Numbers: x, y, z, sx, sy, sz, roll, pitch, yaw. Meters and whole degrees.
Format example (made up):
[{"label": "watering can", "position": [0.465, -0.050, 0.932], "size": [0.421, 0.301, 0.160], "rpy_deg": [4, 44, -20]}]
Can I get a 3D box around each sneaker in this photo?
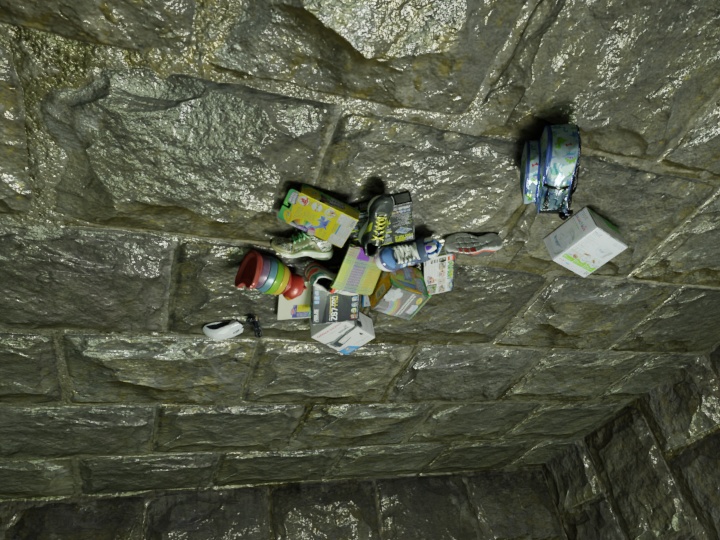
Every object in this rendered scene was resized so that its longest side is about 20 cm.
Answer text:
[{"label": "sneaker", "position": [-0.073, 0.046, 1.631], "size": [0.196, 0.094, 0.071], "rpy_deg": [21, 113, -27]}, {"label": "sneaker", "position": [0.050, -0.117, 1.479], "size": [0.073, 0.086, 0.202], "rpy_deg": [1, 140, -17]}, {"label": "sneaker", "position": [0.349, -0.065, 1.714], "size": [0.195, 0.079, 0.082], "rpy_deg": [0, 148, -14]}, {"label": "sneaker", "position": [-0.161, -0.089, 1.551], "size": [0.195, 0.078, 0.090], "rpy_deg": [2, 128, -26]}, {"label": "sneaker", "position": [0.152, -0.058, 1.610], "size": [0.197, 0.083, 0.145], "rpy_deg": [-6, 167, -44]}]

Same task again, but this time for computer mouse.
[{"label": "computer mouse", "position": [-0.435, 0.205, 1.850], "size": [0.195, 0.045, 0.111], "rpy_deg": [-9, 143, -5]}]

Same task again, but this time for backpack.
[{"label": "backpack", "position": [0.489, -0.268, 1.411], "size": [0.143, 0.185, 0.203], "rpy_deg": [6, 134, 9]}]

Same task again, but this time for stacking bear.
[{"label": "stacking bear", "position": [-0.252, 0.027, 1.620], "size": [0.198, 0.116, 0.120], "rpy_deg": [24, 167, -37]}]

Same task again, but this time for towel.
[{"label": "towel", "position": [0.000, 0.000, 1.612], "size": [0.198, 0.023, 0.146], "rpy_deg": [9, 108, -52]}]

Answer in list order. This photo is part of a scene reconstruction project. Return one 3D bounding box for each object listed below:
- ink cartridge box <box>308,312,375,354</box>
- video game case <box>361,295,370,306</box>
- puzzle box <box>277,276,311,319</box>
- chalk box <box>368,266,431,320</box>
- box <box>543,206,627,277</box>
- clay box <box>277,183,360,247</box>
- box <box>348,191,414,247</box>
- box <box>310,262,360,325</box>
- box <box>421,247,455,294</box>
[{"label": "ink cartridge box", "position": [-0.065, 0.202, 1.918], "size": [0.143, 0.086, 0.199], "rpy_deg": [-33, 137, 24]}, {"label": "video game case", "position": [0.076, 0.049, 1.823], "size": [0.139, 0.018, 0.202], "rpy_deg": [-7, 142, -7]}, {"label": "puzzle box", "position": [-0.206, 0.091, 1.787], "size": [0.130, 0.026, 0.202], "rpy_deg": [-3, 141, -15]}, {"label": "chalk box", "position": [0.133, 0.064, 1.739], "size": [0.197, 0.126, 0.125], "rpy_deg": [18, 129, -31]}, {"label": "box", "position": [0.732, -0.087, 1.775], "size": [0.197, 0.098, 0.176], "rpy_deg": [19, 132, -34]}, {"label": "clay box", "position": [-0.112, -0.150, 1.463], "size": [0.197, 0.048, 0.115], "rpy_deg": [25, 132, -13]}, {"label": "box", "position": [0.055, -0.135, 1.563], "size": [0.195, 0.045, 0.162], "rpy_deg": [-13, 143, 0]}, {"label": "box", "position": [-0.078, 0.073, 1.734], "size": [0.157, 0.049, 0.204], "rpy_deg": [-3, 123, -13]}, {"label": "box", "position": [0.257, 0.004, 1.804], "size": [0.107, 0.035, 0.202], "rpy_deg": [-11, 142, -2]}]
